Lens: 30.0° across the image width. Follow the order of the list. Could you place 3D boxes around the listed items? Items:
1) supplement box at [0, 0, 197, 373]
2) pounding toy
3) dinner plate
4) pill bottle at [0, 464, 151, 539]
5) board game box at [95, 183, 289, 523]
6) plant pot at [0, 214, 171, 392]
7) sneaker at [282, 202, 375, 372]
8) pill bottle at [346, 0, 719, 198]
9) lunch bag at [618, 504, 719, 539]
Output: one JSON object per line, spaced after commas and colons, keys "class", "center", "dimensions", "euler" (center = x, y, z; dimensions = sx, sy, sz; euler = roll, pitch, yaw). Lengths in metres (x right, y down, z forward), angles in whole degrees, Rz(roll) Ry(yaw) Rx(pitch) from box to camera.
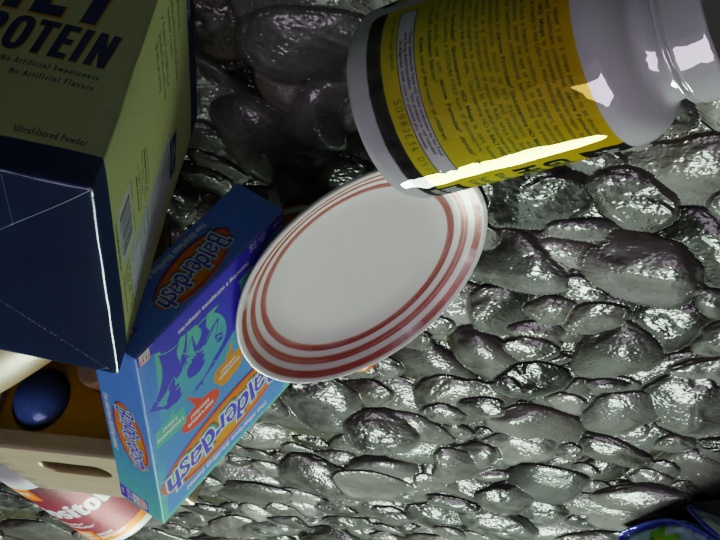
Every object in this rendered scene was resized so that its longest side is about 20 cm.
{"class": "supplement box", "center": [-0.181, -0.084, 0.767], "dimensions": [0.133, 0.201, 0.201], "euler": [11, 148, 1]}
{"class": "pounding toy", "center": [-0.183, 0.069, 1.057], "dimensions": [0.198, 0.186, 0.142], "euler": [2, 153, 24]}
{"class": "dinner plate", "center": [0.000, 0.000, 0.932], "dimensions": [0.199, 0.024, 0.201], "euler": [-21, 141, -18]}
{"class": "pill bottle", "center": [-0.286, 0.176, 1.300], "dimensions": [0.112, 0.114, 0.200], "euler": [-8, 144, 28]}
{"class": "board game box", "center": [-0.111, 0.061, 0.926], "dimensions": [0.045, 0.152, 0.201], "euler": [29, 146, 20]}
{"class": "plant pot", "center": [-0.242, -0.013, 0.950], "dimensions": [0.199, 0.188, 0.187], "euler": [-20, 139, 19]}
{"class": "sneaker", "center": [-0.031, 0.030, 1.026], "dimensions": [0.072, 0.078, 0.200], "euler": [0, 148, 18]}
{"class": "pill bottle", "center": [0.101, -0.112, 0.722], "dimensions": [0.199, 0.113, 0.112], "euler": [-12, 142, 33]}
{"class": "lunch bag", "center": [0.364, 0.309, 1.305], "dimensions": [0.169, 0.128, 0.200], "euler": [20, 157, -15]}
